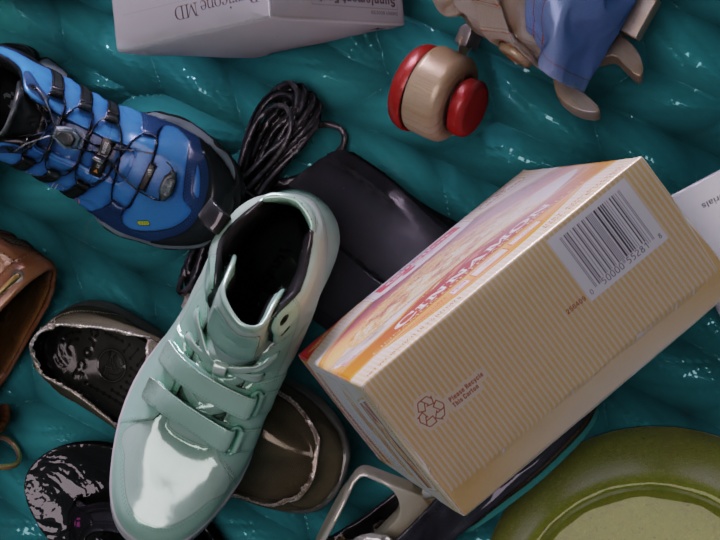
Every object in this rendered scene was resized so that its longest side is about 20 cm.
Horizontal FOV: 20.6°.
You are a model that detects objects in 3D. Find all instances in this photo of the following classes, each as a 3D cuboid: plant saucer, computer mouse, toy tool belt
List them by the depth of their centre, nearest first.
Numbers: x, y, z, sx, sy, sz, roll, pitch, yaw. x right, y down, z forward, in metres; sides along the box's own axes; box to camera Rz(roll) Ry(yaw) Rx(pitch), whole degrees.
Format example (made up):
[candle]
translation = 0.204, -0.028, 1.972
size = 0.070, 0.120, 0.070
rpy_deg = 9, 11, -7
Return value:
[toy tool belt]
translation = 0.102, -0.141, 0.975
size = 0.122, 0.125, 0.201
rpy_deg = 27, 100, 24
[plant saucer]
translation = 0.152, 0.181, 1.013
size = 0.198, 0.031, 0.202
rpy_deg = 0, 91, 19
[computer mouse]
translation = 0.000, 0.000, 1.047
size = 0.199, 0.053, 0.139
rpy_deg = 30, 99, 15

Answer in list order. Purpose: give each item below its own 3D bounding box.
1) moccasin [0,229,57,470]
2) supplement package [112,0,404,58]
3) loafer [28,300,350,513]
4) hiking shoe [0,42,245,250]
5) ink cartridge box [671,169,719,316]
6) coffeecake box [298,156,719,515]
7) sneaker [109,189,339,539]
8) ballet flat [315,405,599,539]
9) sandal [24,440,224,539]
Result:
[moccasin]
translation = -0.229, 0.076, 1.118
size = 0.077, 0.074, 0.202
rpy_deg = 29, 90, 25
[supplement package]
translation = -0.060, -0.217, 1.016
size = 0.113, 0.109, 0.202
rpy_deg = -7, 89, 39
[loafer]
translation = -0.099, 0.076, 1.066
size = 0.199, 0.070, 0.076
rpy_deg = 21, 98, 22
[hiking shoe]
translation = -0.156, -0.065, 1.068
size = 0.199, 0.087, 0.075
rpy_deg = 25, 100, 25
[ink cartridge box]
translation = 0.227, 0.041, 0.923
size = 0.082, 0.146, 0.201
rpy_deg = -27, 83, 12
[coffeecake box]
translation = 0.063, 0.024, 0.908
size = 0.153, 0.200, 0.073
rpy_deg = -39, 97, -7
[sneaker]
translation = -0.076, 0.047, 0.973
size = 0.073, 0.118, 0.202
rpy_deg = 26, 89, 5
[ballet flat]
translation = 0.034, 0.116, 1.026
size = 0.200, 0.073, 0.073
rpy_deg = -45, 78, 16
[sandal]
translation = -0.108, 0.164, 1.088
size = 0.200, 0.048, 0.076
rpy_deg = 38, 102, 13
